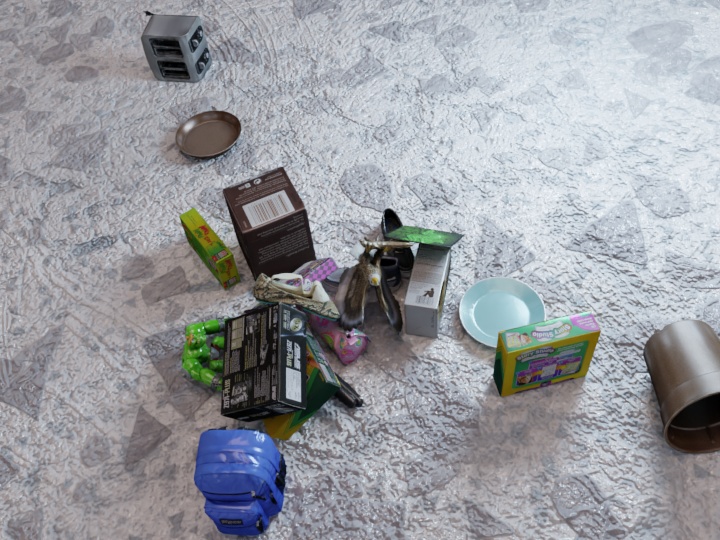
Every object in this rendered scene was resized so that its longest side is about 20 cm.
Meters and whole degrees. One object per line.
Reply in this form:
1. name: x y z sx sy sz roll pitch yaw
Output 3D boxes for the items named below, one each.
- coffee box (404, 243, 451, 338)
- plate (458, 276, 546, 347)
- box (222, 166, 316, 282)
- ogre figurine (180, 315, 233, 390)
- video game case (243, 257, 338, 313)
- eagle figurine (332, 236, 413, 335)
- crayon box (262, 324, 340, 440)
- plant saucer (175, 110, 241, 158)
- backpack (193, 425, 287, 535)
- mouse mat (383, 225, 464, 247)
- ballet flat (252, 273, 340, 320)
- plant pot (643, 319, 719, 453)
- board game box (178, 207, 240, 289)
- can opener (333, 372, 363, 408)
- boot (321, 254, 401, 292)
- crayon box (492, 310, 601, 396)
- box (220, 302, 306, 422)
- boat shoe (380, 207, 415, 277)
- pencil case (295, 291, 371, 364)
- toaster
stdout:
1. coffee box: 0.156 0.037 1.683 0.078 0.114 0.202 8 51 12
2. plate: 0.323 0.100 1.672 0.196 0.026 0.203 -2 52 3
3. box: -0.219 -0.106 1.780 0.164 0.202 0.165 -22 52 -13
4. ogre figurine: -0.338 0.185 1.631 0.118 0.098 0.204 5 65 -13
5. video game case: -0.163 0.045 1.686 0.199 0.181 0.036 -39 101 -23
6. eagle figurine: 0.024 0.032 1.620 0.149 0.204 0.150 11 12 25
7. crayon box: -0.154 0.220 1.541 0.172 0.058 0.201 -44 51 13
8. plant saucer: -0.442 -0.393 2.142 0.196 0.035 0.203 -3 50 4
9. backpack: -0.224 0.393 1.376 0.159 0.202 0.170 -4 50 1
10. mouse mat: 0.152 -0.082 1.708 0.158 0.008 0.200 10 15 16
11. ballet flat: -0.129 0.049 1.554 0.196 0.077 0.068 15 14 -11
12. plant pot: 0.666 0.219 1.444 0.196 0.203 0.200 -5 43 1
13. board game box: -0.376 -0.056 1.818 0.047 0.103 0.200 -31 54 -20
14. can opener: -0.073 0.236 1.590 0.198 0.080 0.063 31 21 23
15. boot: 0.000 0.000 1.742 0.196 0.091 0.074 -1 50 5
16. crayon box: 0.380 0.173 1.510 0.196 0.174 0.059 -13 50 -5
17. box: -0.195 0.189 1.479 0.162 0.086 0.204 -19 61 32
18. boat shoe: 0.092 -0.075 1.809 0.069 0.067 0.202 -10 51 -3
19. pencil case: -0.065 0.119 1.658 0.087 0.088 0.200 -31 54 -19
20. toaster: -0.589 -0.709 2.317 0.196 0.182 0.120 6 52 9
